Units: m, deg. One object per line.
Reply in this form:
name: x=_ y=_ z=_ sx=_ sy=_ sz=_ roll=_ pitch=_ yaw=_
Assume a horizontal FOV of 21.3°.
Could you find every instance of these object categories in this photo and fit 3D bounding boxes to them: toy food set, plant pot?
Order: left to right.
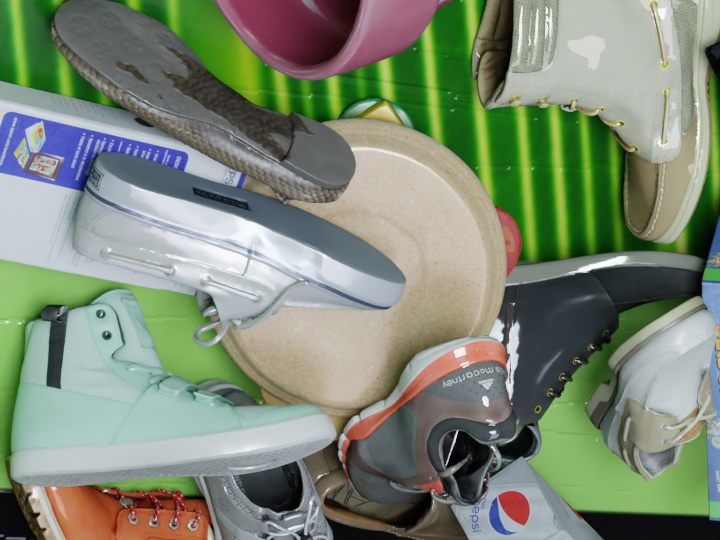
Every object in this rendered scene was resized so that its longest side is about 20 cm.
toy food set: x=0.000 y=0.000 z=1.204 sx=0.197 sy=0.049 sz=0.201 roll=-32 pitch=105 yaw=6
plant pot: x=0.019 y=-0.221 z=1.036 sx=0.178 sy=0.200 sz=0.201 roll=-22 pitch=127 yaw=-29

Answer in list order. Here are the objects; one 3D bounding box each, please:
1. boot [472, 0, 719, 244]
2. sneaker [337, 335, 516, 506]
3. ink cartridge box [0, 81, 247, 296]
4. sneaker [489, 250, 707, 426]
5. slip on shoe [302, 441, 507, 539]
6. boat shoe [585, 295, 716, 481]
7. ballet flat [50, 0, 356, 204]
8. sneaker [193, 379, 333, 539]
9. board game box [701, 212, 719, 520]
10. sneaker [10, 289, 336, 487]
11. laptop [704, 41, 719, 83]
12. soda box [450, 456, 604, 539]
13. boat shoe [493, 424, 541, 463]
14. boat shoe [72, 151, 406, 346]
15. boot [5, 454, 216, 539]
boot: x=0.146 y=-0.107 z=1.218 sx=0.153 sy=0.072 sz=0.202 roll=-7 pitch=116 yaw=-20
sneaker: x=0.042 y=0.116 z=1.187 sx=0.076 sy=0.082 sz=0.200 roll=-10 pitch=155 yaw=-21
ink cartridge box: x=-0.172 y=-0.050 z=1.137 sx=0.199 sy=0.039 sz=0.100 roll=13 pitch=112 yaw=-27
sneaker: x=0.142 y=0.046 z=1.281 sx=0.198 sy=0.075 sz=0.107 roll=-7 pitch=87 yaw=-9
slip on shoe: x=0.039 y=0.158 z=1.336 sx=0.199 sy=0.061 sz=0.076 roll=22 pitch=109 yaw=-32
boat shoe: x=0.202 y=0.079 z=1.253 sx=0.074 sy=0.069 sz=0.200 roll=-28 pitch=162 yaw=-12
ballet flat: x=-0.095 y=-0.092 z=1.117 sx=0.199 sy=0.068 sz=0.046 roll=27 pitch=139 yaw=-18
sneaker: x=-0.056 y=0.168 z=1.240 sx=0.075 sy=0.082 sz=0.201 roll=-34 pitch=106 yaw=-21
board game box: x=0.265 y=0.055 z=1.330 sx=0.034 sy=0.136 sz=0.201 roll=4 pitch=126 yaw=18
sneaker: x=-0.115 y=0.064 z=1.165 sx=0.199 sy=0.119 sz=0.074 roll=-3 pitch=164 yaw=3
laptop: x=0.337 y=-0.127 z=1.236 sx=0.176 sy=0.104 sz=0.200 roll=-22 pitch=125 yaw=21
soda box: x=0.138 y=0.208 z=1.368 sx=0.063 sy=0.068 sz=0.200 roll=-35 pitch=143 yaw=7
boat shoe: x=0.045 y=0.078 z=1.289 sx=0.199 sy=0.062 sz=0.073 roll=26 pitch=108 yaw=-32
boat shoe: x=-0.076 y=0.003 z=1.131 sx=0.201 sy=0.075 sz=0.087 roll=18 pitch=110 yaw=-20
boot: x=-0.155 y=0.166 z=1.259 sx=0.107 sy=0.075 sz=0.201 roll=-36 pitch=132 yaw=-7
